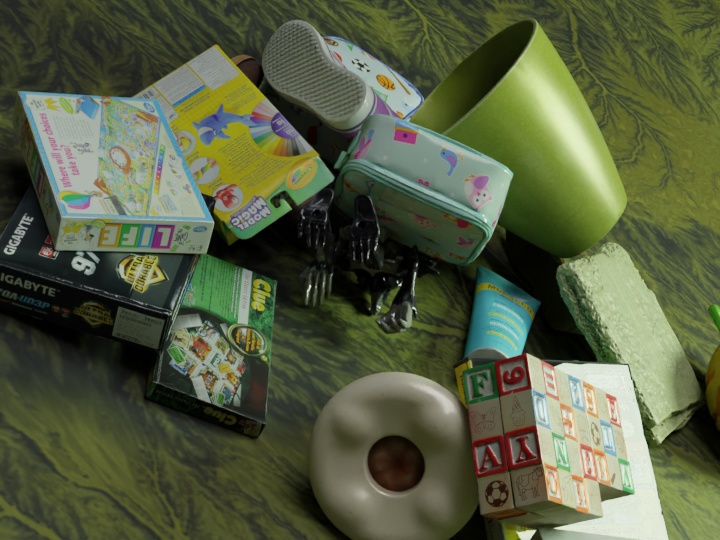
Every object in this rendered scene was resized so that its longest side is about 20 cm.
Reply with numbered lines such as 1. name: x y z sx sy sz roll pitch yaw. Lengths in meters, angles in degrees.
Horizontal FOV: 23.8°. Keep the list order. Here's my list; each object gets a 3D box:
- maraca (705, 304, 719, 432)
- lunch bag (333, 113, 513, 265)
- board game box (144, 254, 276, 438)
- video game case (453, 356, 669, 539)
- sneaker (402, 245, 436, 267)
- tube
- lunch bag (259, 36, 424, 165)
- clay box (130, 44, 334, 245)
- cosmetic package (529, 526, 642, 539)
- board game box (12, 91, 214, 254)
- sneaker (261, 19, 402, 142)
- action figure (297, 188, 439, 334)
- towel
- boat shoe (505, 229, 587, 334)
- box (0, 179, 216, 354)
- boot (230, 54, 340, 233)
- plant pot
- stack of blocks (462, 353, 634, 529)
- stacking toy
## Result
1. maraca: 0.404 0.117 1.753 0.138 0.106 0.201 55 13 -35
2. lunch bag: 0.051 -0.074 1.598 0.159 0.078 0.200 22 -12 -1
3. board game box: -0.126 0.056 1.478 0.104 0.024 0.201 20 33 -13
4. video game case: 0.179 0.168 1.502 0.198 0.025 0.183 5 66 -36
5. sneaker: 0.099 -0.054 1.777 0.079 0.076 0.200 31 31 -3
6. tube: 0.136 0.055 1.686 0.077 0.051 0.200 35 25 -6
7. lunch bag: -0.019 -0.173 1.847 0.160 0.076 0.200 36 31 5
8. clay box: -0.122 -0.111 1.606 0.114 0.048 0.200 -34 63 -15
9. cosmetic package: 0.214 0.265 1.411 0.198 0.083 0.051 11 35 -28
10. board game box: -0.218 -0.087 1.488 0.133 0.035 0.201 2 36 -25
11. sneaker: -0.023 -0.172 1.730 0.114 0.073 0.201 36 10 -44
12. action figure: 0.000 0.000 1.591 0.117 0.103 0.200 11 -17 20
13. towel: 0.273 0.072 1.726 0.148 0.036 0.202 -19 79 -58
14. boat shoe: 0.212 -0.013 1.819 0.063 0.073 0.202 16 36 -34
15. box: -0.219 -0.020 1.463 0.157 0.046 0.201 17 32 -2
16. boot: -0.089 -0.125 1.713 0.165 0.073 0.201 25 42 2
17. plant pot: 0.171 -0.114 1.718 0.200 0.187 0.188 45 28 -14
18. stack of blocks: 0.157 0.147 1.385 0.199 0.058 0.117 25 54 -58
19. stacking toy: 0.041 0.140 1.435 0.145 0.147 0.200 32 13 3
